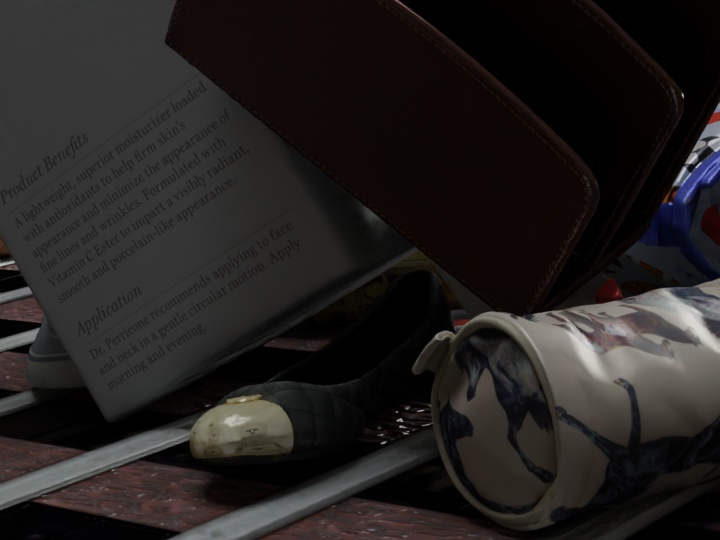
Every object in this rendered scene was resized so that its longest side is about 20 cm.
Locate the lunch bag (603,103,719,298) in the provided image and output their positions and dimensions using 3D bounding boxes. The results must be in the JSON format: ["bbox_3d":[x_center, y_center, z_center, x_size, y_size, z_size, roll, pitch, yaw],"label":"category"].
[{"bbox_3d":[0.172,-0.034,0.866,0.199,0.124,0.170,0,6,-33],"label":"lunch bag"}]

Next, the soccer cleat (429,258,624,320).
[{"bbox_3d":[0.053,-0.021,0.809,0.069,0.200,0.078,-27,-29,-13],"label":"soccer cleat"}]

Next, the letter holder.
[{"bbox_3d":[0.040,-0.103,0.711,0.200,0.142,0.100,39,43,17],"label":"letter holder"}]

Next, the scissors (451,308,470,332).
[{"bbox_3d":[0.110,0.024,0.960,0.199,0.014,0.073,-9,11,-17],"label":"scissors"}]

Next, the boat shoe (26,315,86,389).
[{"bbox_3d":[-0.146,0.016,0.972,0.070,0.072,0.201,-6,10,-3],"label":"boat shoe"}]

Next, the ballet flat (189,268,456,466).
[{"bbox_3d":[-0.017,0.045,0.787,0.066,0.057,0.200,-1,11,27],"label":"ballet flat"}]

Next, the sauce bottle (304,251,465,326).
[{"bbox_3d":[0.000,0.000,1.013,0.199,0.065,0.065,-4,10,14],"label":"sauce bottle"}]

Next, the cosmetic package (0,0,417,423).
[{"bbox_3d":[-0.078,-0.064,0.881,0.165,0.201,0.165,-31,-3,27],"label":"cosmetic package"}]

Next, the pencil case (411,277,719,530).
[{"bbox_3d":[0.122,0.039,0.683,0.199,0.078,0.090,-11,42,-28],"label":"pencil case"}]

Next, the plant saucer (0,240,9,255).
[{"bbox_3d":[-0.269,-0.041,1.459,0.199,0.032,0.200,-5,11,1],"label":"plant saucer"}]
